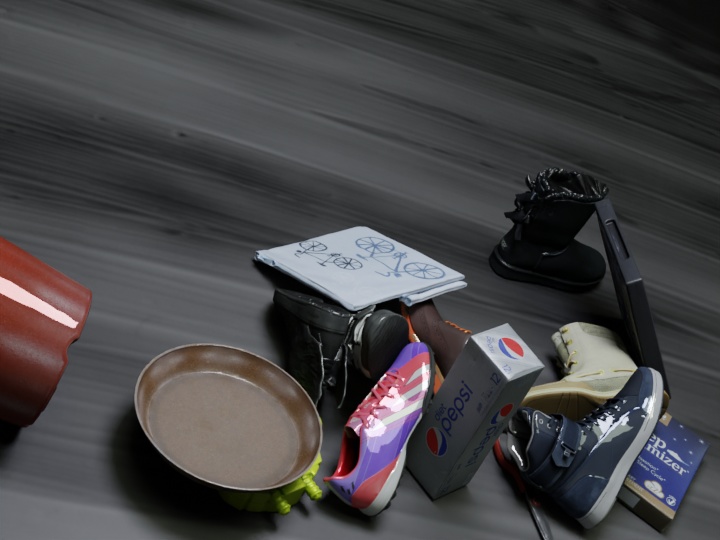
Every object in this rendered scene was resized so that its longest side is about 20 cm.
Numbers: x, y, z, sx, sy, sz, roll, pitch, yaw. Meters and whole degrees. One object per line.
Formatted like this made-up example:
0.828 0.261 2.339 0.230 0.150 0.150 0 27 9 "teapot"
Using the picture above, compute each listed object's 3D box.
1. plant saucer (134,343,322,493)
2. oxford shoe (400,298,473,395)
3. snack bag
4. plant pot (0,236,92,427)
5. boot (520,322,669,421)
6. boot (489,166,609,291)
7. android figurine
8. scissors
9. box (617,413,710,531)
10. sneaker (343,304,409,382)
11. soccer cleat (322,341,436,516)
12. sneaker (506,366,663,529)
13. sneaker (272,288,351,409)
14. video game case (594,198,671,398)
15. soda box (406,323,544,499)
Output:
-0.137 0.155 1.471 0.198 0.032 0.201 16 37 -13 "plant saucer"
0.108 0.089 1.717 0.071 0.072 0.201 28 30 -49 "oxford shoe"
0.000 0.000 1.756 0.199 0.022 0.188 -15 32 -43 "snack bag"
-0.377 0.046 1.390 0.194 0.201 0.202 27 37 -16 "plant pot"
0.260 0.131 1.776 0.198 0.073 0.155 -3 34 -18 "boot"
0.279 -0.057 1.934 0.196 0.163 0.074 6 42 -27 "boot"
-0.119 0.175 1.518 0.181 0.041 0.200 -14 53 -42 "android figurine"
0.189 0.255 1.648 0.072 0.014 0.201 19 40 -17 "scissors"
0.357 0.221 1.778 0.121 0.033 0.200 36 37 9 "box"
0.007 0.079 1.618 0.088 0.200 0.074 34 78 15 "sneaker"
0.023 0.158 1.545 0.073 0.068 0.202 31 66 -22 "soccer cleat"
0.254 0.170 1.652 0.146 0.077 0.203 34 71 -10 "sneaker"
-0.060 0.085 1.629 0.059 0.106 0.199 11 3 -25 "sneaker"
0.348 0.038 1.850 0.025 0.201 0.182 -17 35 7 "video game case"
0.118 0.153 1.560 0.063 0.201 0.068 -15 53 -42 "soda box"
